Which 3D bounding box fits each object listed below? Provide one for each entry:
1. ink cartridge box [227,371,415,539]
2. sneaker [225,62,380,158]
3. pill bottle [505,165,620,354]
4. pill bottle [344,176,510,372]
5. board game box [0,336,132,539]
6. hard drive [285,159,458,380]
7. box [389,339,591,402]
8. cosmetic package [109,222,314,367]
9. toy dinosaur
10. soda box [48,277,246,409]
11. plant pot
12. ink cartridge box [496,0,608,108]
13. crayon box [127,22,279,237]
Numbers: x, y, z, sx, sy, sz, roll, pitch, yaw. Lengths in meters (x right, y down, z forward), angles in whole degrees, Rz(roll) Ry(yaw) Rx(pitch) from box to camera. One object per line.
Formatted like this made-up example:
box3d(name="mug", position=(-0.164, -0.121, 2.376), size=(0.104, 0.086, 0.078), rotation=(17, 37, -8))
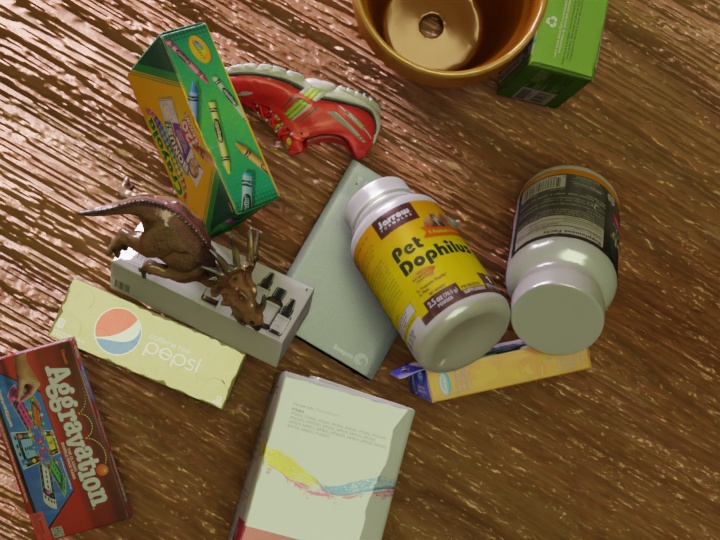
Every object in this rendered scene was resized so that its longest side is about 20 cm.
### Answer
box3d(name="ink cartridge box", position=(-0.044, 0.217, 1.320), size=(0.144, 0.145, 0.202), rotation=(16, 84, -6))
box3d(name="sneaker", position=(-0.076, -0.170, 1.382), size=(0.198, 0.077, 0.086), rotation=(13, 83, -6))
box3d(name="pill bottle", position=(0.213, -0.012, 1.341), size=(0.116, 0.117, 0.201), rotation=(22, 40, -5))
box3d(name="pill bottle", position=(0.061, -0.001, 1.306), size=(0.109, 0.110, 0.201), rotation=(-28, 57, -9))
box3d(name="board game box", position=(-0.316, 0.177, 1.320), size=(0.102, 0.019, 0.201), rotation=(-16, 101, 2))
box3d(name="hard drive", position=(0.000, 0.000, 1.401), size=(0.139, 0.033, 0.201), rotation=(30, 82, -4))
box3d(name="box", position=(0.134, 0.105, 1.366), size=(0.198, 0.119, 0.042), rotation=(-13, 91, -8))
box3d(name="cosmetic package", position=(-0.156, 0.017, 1.335), size=(0.199, 0.051, 0.083), rotation=(25, 50, 7))
box3d(name="toy dinosaur", position=(-0.172, -0.029, 1.242), size=(0.200, 0.135, 0.086), rotation=(39, 71, -40))
box3d(name="soda box", position=(-0.223, 0.079, 1.350), size=(0.199, 0.064, 0.068), rotation=(24, 83, -4))
box3d(name="plant pot", position=(0.086, -0.281, 1.355), size=(0.198, 0.183, 0.202), rotation=(0, 84, -3))
box3d(name="ink cartridge box", position=(0.219, -0.295, 1.396), size=(0.075, 0.148, 0.202), rotation=(12, 83, -6))
box3d(name="crayon box", position=(-0.168, -0.143, 1.342), size=(0.058, 0.119, 0.201), rotation=(-23, 88, -30))
